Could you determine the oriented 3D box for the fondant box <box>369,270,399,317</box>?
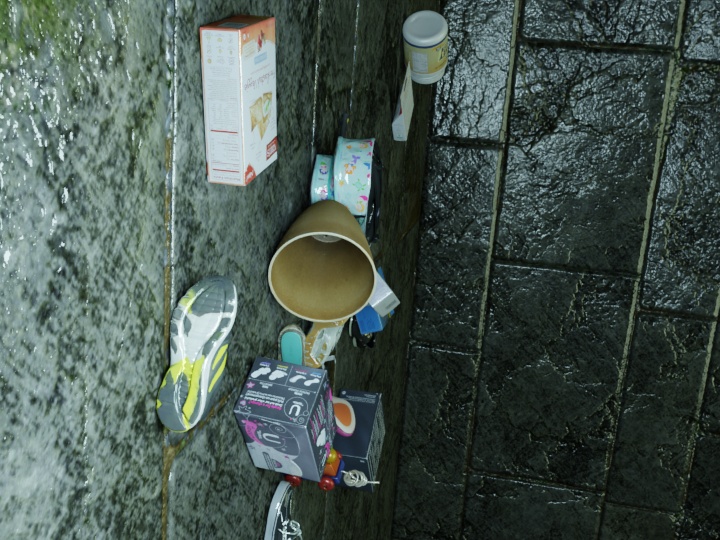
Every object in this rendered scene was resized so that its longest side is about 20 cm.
[{"bbox_3d":[0.000,0.000,1.716,0.058,0.200,0.144,-39,165,0],"label":"fondant box"}]

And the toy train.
[{"bbox_3d":[-0.063,0.376,1.563,0.085,0.199,0.116,-71,160,-49],"label":"toy train"}]

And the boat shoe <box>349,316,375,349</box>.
[{"bbox_3d":[0.005,0.165,2.187,0.202,0.063,0.074,73,28,-62],"label":"boat shoe"}]

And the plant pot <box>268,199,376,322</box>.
[{"bbox_3d":[-0.062,-0.039,1.412,0.200,0.186,0.187,-87,177,-57],"label":"plant pot"}]

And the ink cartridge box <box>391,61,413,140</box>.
[{"bbox_3d":[0.130,-0.538,2.475,0.200,0.050,0.161,73,26,-57],"label":"ink cartridge box"}]

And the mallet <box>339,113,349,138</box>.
[{"bbox_3d":[-0.046,-0.266,1.704,0.066,0.041,0.201,80,15,-68],"label":"mallet"}]

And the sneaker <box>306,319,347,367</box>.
[{"bbox_3d":[-0.067,0.107,1.649,0.200,0.075,0.088,-61,175,10],"label":"sneaker"}]

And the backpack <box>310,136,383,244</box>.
[{"bbox_3d":[-0.023,-0.166,1.552,0.178,0.150,0.200,-83,-179,-45],"label":"backpack"}]

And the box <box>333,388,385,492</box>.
[{"bbox_3d":[-0.011,0.459,2.106,0.200,0.123,0.199,82,16,-48],"label":"box"}]

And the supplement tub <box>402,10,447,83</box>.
[{"bbox_3d":[0.210,-0.716,2.511,0.200,0.144,0.145,78,21,-60],"label":"supplement tub"}]

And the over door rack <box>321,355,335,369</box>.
[{"bbox_3d":[-0.090,0.313,1.756,0.200,0.066,0.148,-92,-175,-55],"label":"over door rack"}]

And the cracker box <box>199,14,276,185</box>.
[{"bbox_3d":[-0.158,-0.228,1.036,0.134,0.057,0.201,-62,157,-62],"label":"cracker box"}]

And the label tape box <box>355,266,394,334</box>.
[{"bbox_3d":[0.029,0.079,2.128,0.200,0.063,0.145,-40,114,-75],"label":"label tape box"}]

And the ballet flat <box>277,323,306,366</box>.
[{"bbox_3d":[-0.127,0.197,1.477,0.075,0.068,0.201,-79,171,-82],"label":"ballet flat"}]

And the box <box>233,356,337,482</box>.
[{"bbox_3d":[-0.124,0.257,1.330,0.200,0.132,0.115,85,19,-49],"label":"box"}]

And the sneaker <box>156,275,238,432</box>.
[{"bbox_3d":[-0.205,0.104,0.990,0.085,0.074,0.201,75,32,-78],"label":"sneaker"}]

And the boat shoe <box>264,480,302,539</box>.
[{"bbox_3d":[-0.150,0.518,1.529,0.074,0.068,0.200,77,22,-63],"label":"boat shoe"}]

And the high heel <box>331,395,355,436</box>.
[{"bbox_3d":[-0.070,0.295,1.590,0.200,0.067,0.096,54,-52,54],"label":"high heel"}]
